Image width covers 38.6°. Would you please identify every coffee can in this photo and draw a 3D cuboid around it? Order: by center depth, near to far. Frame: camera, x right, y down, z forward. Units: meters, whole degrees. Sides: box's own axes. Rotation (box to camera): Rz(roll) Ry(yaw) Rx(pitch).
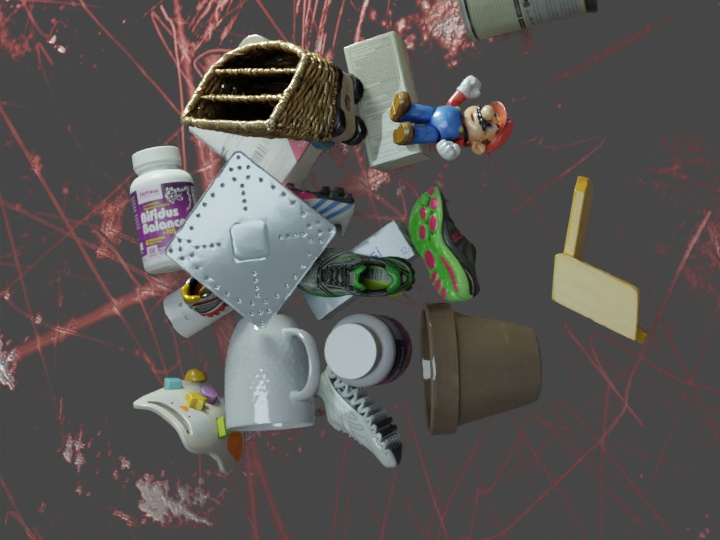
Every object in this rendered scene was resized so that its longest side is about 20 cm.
[{"bbox_3d":[0.251,-0.445,1.571,0.197,0.146,0.149,-11,86,16],"label":"coffee can"}]

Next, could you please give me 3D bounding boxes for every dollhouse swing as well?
[{"bbox_3d":[0.367,-0.016,1.499,0.180,0.200,0.178,26,96,16],"label":"dollhouse swing"}]

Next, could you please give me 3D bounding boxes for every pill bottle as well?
[{"bbox_3d":[0.010,0.124,1.602,0.109,0.200,0.114,-1,86,15],"label":"pill bottle"},{"bbox_3d":[-0.332,-0.104,1.759,0.111,0.112,0.204,-13,85,16],"label":"pill bottle"}]

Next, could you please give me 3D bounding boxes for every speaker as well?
[{"bbox_3d":[-0.233,0.032,1.743,0.198,0.081,0.082,-31,80,14],"label":"speaker"}]

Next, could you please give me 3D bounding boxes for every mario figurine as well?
[{"bbox_3d":[0.150,-0.237,1.586,0.197,0.106,0.126,0,104,-22],"label":"mario figurine"}]

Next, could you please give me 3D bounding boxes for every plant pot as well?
[{"bbox_3d":[0.183,0.145,1.574,0.171,0.200,0.204,-3,88,-1],"label":"plant pot"}]

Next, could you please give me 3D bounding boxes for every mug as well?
[{"bbox_3d":[-0.133,0.161,1.663,0.198,0.146,0.179,-17,73,46],"label":"mug"}]

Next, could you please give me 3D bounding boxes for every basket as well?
[{"bbox_3d":[-0.149,-0.272,1.526,0.198,0.148,0.145,9,94,38],"label":"basket"}]

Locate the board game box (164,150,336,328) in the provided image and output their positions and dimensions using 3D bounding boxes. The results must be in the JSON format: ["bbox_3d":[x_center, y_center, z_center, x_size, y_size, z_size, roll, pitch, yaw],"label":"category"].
[{"bbox_3d":[-0.170,-0.047,1.599,0.199,0.026,0.201,37,97,-4],"label":"board game box"}]

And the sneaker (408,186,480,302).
[{"bbox_3d":[0.136,-0.038,1.641,0.076,0.083,0.203,-30,63,34],"label":"sneaker"}]

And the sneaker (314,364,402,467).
[{"bbox_3d":[-0.004,0.243,1.679,0.081,0.075,0.201,-44,69,19],"label":"sneaker"}]

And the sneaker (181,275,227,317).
[{"bbox_3d":[-0.212,-0.014,1.655,0.078,0.082,0.201,36,92,26],"label":"sneaker"}]

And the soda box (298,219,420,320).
[{"bbox_3d":[0.000,0.000,1.681,0.199,0.063,0.069,-35,81,14],"label":"soda box"}]

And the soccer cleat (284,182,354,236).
[{"bbox_3d":[-0.099,-0.094,1.664,0.070,0.197,0.088,37,118,59],"label":"soccer cleat"}]

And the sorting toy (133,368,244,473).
[{"bbox_3d":[-0.289,0.245,1.703,0.199,0.180,0.108,35,98,14],"label":"sorting toy"}]

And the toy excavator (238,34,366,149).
[{"bbox_3d":[-0.102,-0.285,1.628,0.197,0.100,0.198,-5,86,24],"label":"toy excavator"}]

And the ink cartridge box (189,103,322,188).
[{"bbox_3d":[-0.166,-0.237,1.726,0.199,0.083,0.147,38,99,14],"label":"ink cartridge box"}]

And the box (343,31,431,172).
[{"bbox_3d":[0.045,-0.270,1.666,0.093,0.078,0.204,-13,85,16],"label":"box"}]

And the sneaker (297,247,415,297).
[{"bbox_3d":[-0.018,0.003,1.609,0.196,0.085,0.080,-1,90,17],"label":"sneaker"}]
